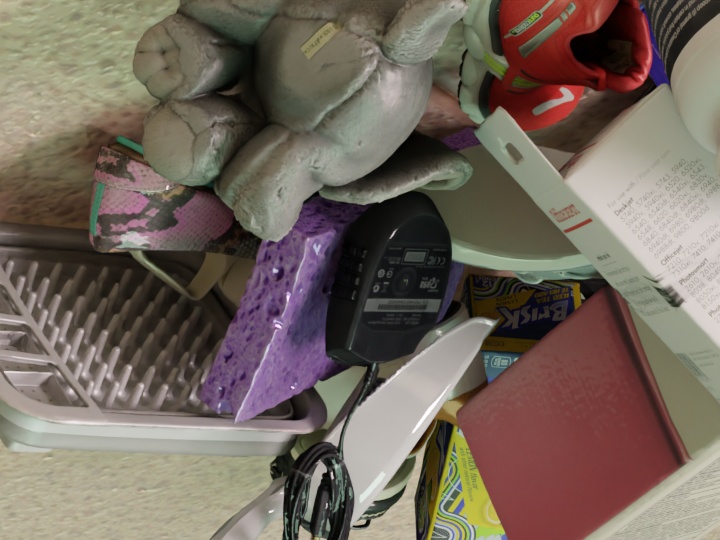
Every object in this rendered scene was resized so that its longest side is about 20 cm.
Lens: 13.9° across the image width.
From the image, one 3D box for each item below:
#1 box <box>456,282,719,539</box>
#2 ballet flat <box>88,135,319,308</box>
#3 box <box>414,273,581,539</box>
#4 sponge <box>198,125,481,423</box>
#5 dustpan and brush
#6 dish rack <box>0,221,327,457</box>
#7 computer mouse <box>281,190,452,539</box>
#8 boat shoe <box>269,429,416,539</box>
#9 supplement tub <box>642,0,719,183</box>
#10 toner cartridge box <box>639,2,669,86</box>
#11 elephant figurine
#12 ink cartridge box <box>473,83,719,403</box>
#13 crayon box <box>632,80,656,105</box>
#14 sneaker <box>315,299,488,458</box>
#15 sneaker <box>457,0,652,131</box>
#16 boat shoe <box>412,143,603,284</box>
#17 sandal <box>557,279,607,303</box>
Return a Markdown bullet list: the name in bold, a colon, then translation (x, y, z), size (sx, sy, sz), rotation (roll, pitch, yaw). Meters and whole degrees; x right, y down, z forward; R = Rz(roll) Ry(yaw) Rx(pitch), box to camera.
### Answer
- **box**: translation (0.164, 0.069, 1.551), size (0.128, 0.109, 0.200), rotation (-9, 158, -37)
- **ballet flat**: translation (-0.067, -0.017, 1.518), size (0.200, 0.069, 0.071), rotation (14, 102, -48)
- **box**: translation (0.080, 0.095, 1.731), size (0.070, 0.064, 0.200), rotation (4, 133, -7)
- **sponge**: translation (0.000, 0.000, 1.500), size (0.200, 0.030, 0.112), rotation (-25, 143, -54)
- **dustpan and brush**: translation (-0.019, 0.103, 1.510), size (0.057, 0.200, 0.140), rotation (36, 144, 0)
- **dish rack**: translation (-0.131, 0.041, 1.494), size (0.200, 0.172, 0.044), rotation (4, 123, -37)
- **computer mouse**: translation (-0.005, 0.053, 1.441), size (0.059, 0.034, 0.200), rotation (5, 109, -45)
- **boat shoe**: translation (-0.017, 0.122, 1.724), size (0.074, 0.066, 0.199), rotation (4, -168, -16)
- **supplement tub**: translation (0.189, -0.133, 1.277), size (0.140, 0.200, 0.140), rotation (-12, 155, -6)
- **toner cartridge box**: translation (0.213, -0.066, 1.429), size (0.043, 0.200, 0.095), rotation (-18, 162, -38)
- **elephant figurine**: translation (-0.011, -0.086, 1.384), size (0.142, 0.155, 0.200), rotation (-64, 159, 9)
- **ink cartridge box**: translation (0.147, -0.017, 1.354), size (0.068, 0.200, 0.116), rotation (-43, -179, -5)
- **crayon box**: translation (0.250, -0.087, 1.585), size (0.200, 0.052, 0.126), rotation (-1, 152, -26)
- **sneaker**: translation (-0.012, 0.074, 1.672), size (0.200, 0.085, 0.073), rotation (-8, -159, 41)
- **sneaker**: translation (0.095, -0.103, 1.384), size (0.085, 0.077, 0.200), rotation (26, 170, 12)
- **boat shoe**: translation (0.107, -0.020, 1.506), size (0.201, 0.070, 0.072), rotation (-3, 151, -28)
- **sandal**: translation (0.144, 0.030, 1.758), size (0.200, 0.048, 0.075), rotation (-4, 137, -11)
